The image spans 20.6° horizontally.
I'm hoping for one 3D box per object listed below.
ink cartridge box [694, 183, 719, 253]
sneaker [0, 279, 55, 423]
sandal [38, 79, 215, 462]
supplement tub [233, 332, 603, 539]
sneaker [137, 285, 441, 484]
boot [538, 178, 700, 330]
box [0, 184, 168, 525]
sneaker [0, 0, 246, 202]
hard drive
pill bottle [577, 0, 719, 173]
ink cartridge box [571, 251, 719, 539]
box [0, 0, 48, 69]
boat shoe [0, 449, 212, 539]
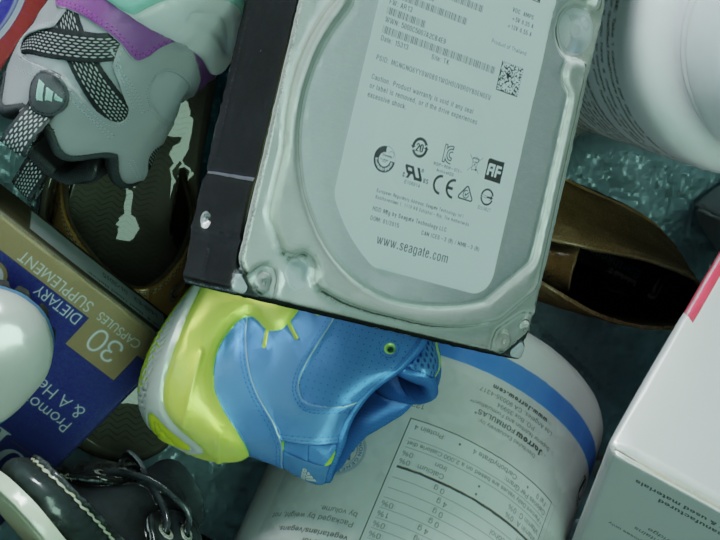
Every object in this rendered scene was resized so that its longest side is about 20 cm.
[{"bbox_3d":[0.275,-0.045,0.902,0.200,0.145,0.084,-38,111,-7],"label":"ink cartridge box"},{"bbox_3d":[-0.208,0.061,0.739,0.200,0.073,0.072,-20,114,0],"label":"sneaker"},{"bbox_3d":[-0.094,-0.015,0.829,0.082,0.055,0.200,9,99,-20],"label":"sandal"},{"bbox_3d":[0.012,0.124,0.817,0.132,0.132,0.200,37,59,-22],"label":"supplement tub"},{"bbox_3d":[0.000,0.000,0.789,0.105,0.076,0.200,27,72,9],"label":"sneaker"},{"bbox_3d":[0.061,-0.021,0.871,0.200,0.075,0.074,17,101,-18],"label":"boot"},{"bbox_3d":[-0.186,0.059,0.799,0.121,0.032,0.200,40,105,-22],"label":"box"},{"bbox_3d":[-0.086,-0.083,0.761,0.078,0.200,0.140,39,107,8],"label":"sneaker"},{"bbox_3d":[0.022,-0.078,0.705,0.140,0.038,0.200,15,86,-39],"label":"hard drive"},{"bbox_3d":[0.142,-0.101,0.814,0.113,0.200,0.114,-4,103,-18],"label":"pill bottle"},{"bbox_3d":[0.153,0.081,0.827,0.084,0.200,0.145,29,62,12],"label":"ink cartridge box"},{"bbox_3d":[-0.171,-0.123,0.755,0.095,0.100,0.200,35,89,-23],"label":"box"},{"bbox_3d":[-0.092,0.108,0.806,0.066,0.074,0.199,-43,149,-10],"label":"boat shoe"}]
